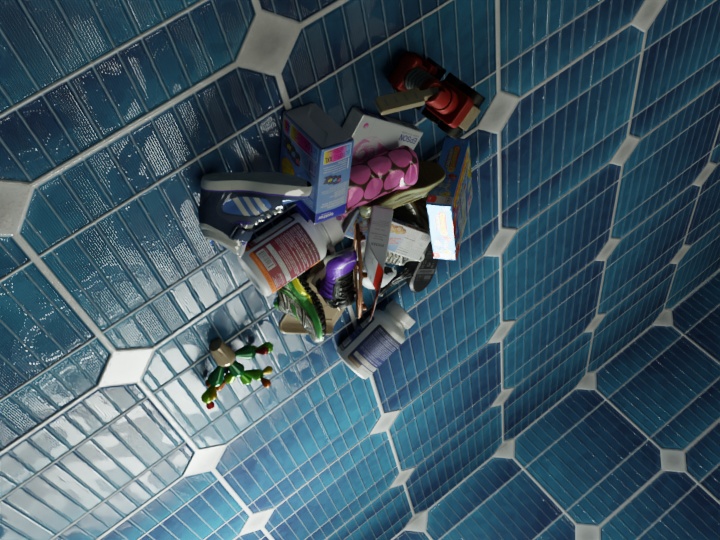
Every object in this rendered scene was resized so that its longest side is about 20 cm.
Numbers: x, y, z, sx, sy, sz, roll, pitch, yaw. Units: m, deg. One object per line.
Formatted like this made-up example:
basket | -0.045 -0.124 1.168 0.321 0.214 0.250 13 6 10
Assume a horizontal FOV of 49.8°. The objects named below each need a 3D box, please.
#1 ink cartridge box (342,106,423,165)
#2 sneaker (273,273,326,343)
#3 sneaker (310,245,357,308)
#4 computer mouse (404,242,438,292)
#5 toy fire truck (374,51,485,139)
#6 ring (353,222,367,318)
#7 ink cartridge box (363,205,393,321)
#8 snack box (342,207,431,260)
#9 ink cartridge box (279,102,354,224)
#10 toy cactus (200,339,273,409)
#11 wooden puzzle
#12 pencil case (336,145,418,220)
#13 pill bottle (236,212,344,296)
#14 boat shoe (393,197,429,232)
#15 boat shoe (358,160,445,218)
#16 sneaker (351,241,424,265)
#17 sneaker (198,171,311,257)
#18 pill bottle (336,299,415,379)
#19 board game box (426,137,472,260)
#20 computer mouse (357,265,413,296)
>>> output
ink cartridge box | 0.013 -0.222 1.584 0.196 0.043 0.200 2 124 -49
sneaker | -0.135 0.074 1.673 0.085 0.078 0.200 -25 109 10
sneaker | -0.036 0.023 1.612 0.069 0.100 0.200 -22 167 -23
computer mouse | 0.163 -0.041 1.947 0.138 0.053 0.200 5 112 -51
toy fire truck | 0.103 -0.332 1.435 0.129 0.176 0.200 -53 146 15
ring | 0.000 0.000 1.628 0.019 0.201 0.201 -2 137 -4
ink cartridge box | 0.025 -0.012 1.597 0.160 0.047 0.200 102 -1 -72
snack box | 0.061 -0.082 1.728 0.200 0.024 0.072 18 116 -26
ink cartridge box | -0.085 -0.184 1.429 0.076 0.136 0.200 -23 141 -27
toy cactus | -0.284 0.217 1.715 0.200 0.102 0.165 -32 137 -4
wooden puzzle | -0.089 0.053 1.780 0.185 0.046 0.200 7 117 -51
pencil case | 0.024 -0.175 1.534 0.200 0.091 0.094 -25 109 -23
pill bottle | -0.138 -0.046 1.550 0.200 0.110 0.110 -35 146 -14
boat shoe | 0.119 -0.145 1.768 0.074 0.076 0.200 -64 144 -22
boat shoe | 0.086 -0.168 1.629 0.200 0.073 0.063 -28 155 -17
sneaker | 0.062 -0.048 1.797 0.200 0.081 0.076 -9 135 -40
sneaker | -0.189 -0.096 1.386 0.200 0.081 0.147 2 113 -4
pill bottle | 0.043 0.173 1.991 0.200 0.111 0.111 -45 147 2
board game box | 0.204 -0.160 1.749 0.196 0.056 0.200 75 28 -54
computer mouse | 0.049 0.023 1.805 0.110 0.044 0.200 -27 164 20
